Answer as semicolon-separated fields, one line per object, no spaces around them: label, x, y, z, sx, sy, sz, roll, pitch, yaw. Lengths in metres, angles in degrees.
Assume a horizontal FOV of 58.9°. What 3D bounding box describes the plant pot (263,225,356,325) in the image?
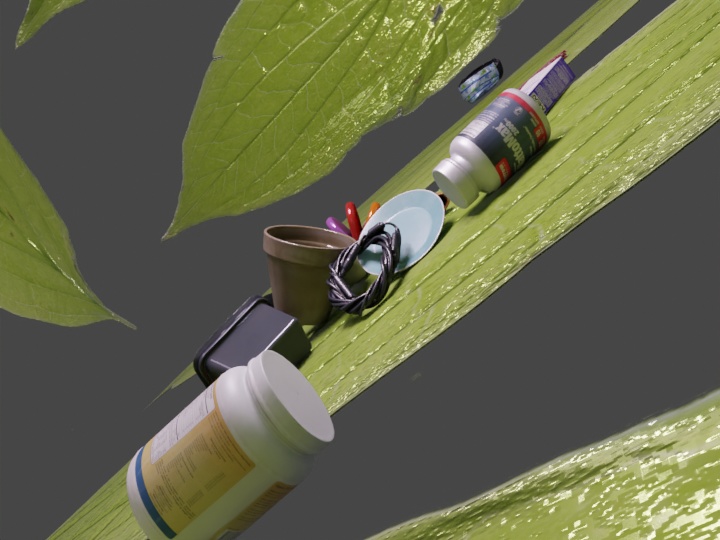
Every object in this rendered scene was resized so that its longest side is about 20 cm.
plant pot;-0.115;0.012;1.338;0.200;0.195;0.178;-78;-3;-76

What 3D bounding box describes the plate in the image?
plate;0.080;-0.070;1.226;0.197;0.026;0.203;-25;43;25

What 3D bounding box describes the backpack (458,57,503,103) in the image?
backpack;0.542;-0.857;2.906;0.196;0.157;0.163;-21;9;-5

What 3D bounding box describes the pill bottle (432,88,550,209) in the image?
pill bottle;0.227;-0.209;1.125;0.200;0.120;0.120;-44;8;-4

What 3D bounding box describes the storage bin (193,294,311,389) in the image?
storage bin;-0.190;0.167;1.213;0.132;0.148;0.200;11;47;43

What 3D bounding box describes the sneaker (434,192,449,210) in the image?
sneaker;0.102;-0.095;1.293;0.200;0.073;0.085;-44;6;-18

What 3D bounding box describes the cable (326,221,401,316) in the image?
cable;0.000;0.000;1.167;0.160;0.051;0.203;-21;40;28

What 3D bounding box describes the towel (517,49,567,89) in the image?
towel;0.520;-0.572;1.915;0.199;0.023;0.145;-42;6;-4

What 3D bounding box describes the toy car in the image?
toy car;-0.013;-0.073;1.466;0.199;0.151;0.175;-41;9;10

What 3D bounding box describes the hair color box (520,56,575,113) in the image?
hair color box;0.394;-0.388;1.439;0.200;0.065;0.109;-46;10;-34

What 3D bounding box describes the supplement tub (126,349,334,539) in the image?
supplement tub;-0.140;0.200;0.700;0.199;0.145;0.145;-41;8;6

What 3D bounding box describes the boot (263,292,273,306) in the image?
boot;-0.137;0.049;1.529;0.162;0.074;0.197;-39;-16;28
